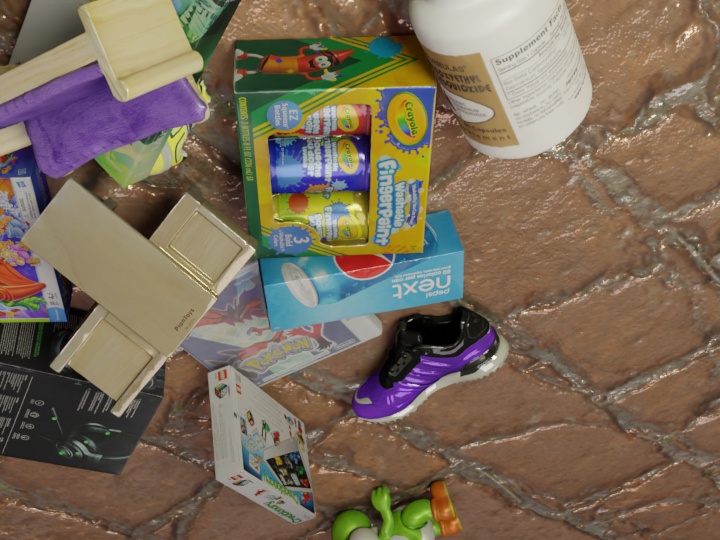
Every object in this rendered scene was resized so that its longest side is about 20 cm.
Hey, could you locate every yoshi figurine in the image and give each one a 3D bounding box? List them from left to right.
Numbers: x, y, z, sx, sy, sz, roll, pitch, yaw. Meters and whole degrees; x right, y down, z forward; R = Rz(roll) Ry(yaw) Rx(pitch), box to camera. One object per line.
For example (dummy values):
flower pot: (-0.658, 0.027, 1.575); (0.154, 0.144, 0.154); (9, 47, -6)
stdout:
yoshi figurine: (0.037, 0.361, 1.413); (0.198, 0.114, 0.112); (-23, 178, -1)

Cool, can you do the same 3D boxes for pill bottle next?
pill bottle: (0.100, -0.191, 0.758); (0.113, 0.115, 0.201); (-19, 137, 15)

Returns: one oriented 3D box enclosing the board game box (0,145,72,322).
board game box: (-0.360, -0.030, 0.944); (0.133, 0.045, 0.201); (-1, 138, -5)

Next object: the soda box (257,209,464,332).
soda box: (0.000, 0.000, 0.981); (0.197, 0.065, 0.068); (-10, 135, -6)

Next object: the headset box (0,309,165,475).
headset box: (-0.321, 0.133, 1.095); (0.198, 0.094, 0.175); (15, 135, -22)

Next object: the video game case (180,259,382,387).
video game case: (-0.104, 0.054, 1.083); (0.198, 0.023, 0.182); (-24, 135, 20)

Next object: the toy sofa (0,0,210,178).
toy sofa: (-0.209, -0.121, 0.709); (0.198, 0.083, 0.099); (-12, 105, 36)

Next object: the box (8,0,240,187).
box: (-0.180, -0.180, 0.737); (0.144, 0.036, 0.200); (45, 130, 8)

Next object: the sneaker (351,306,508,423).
sneaker: (0.060, 0.097, 1.122); (0.199, 0.070, 0.100); (-30, 127, 20)

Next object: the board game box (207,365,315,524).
board game box: (-0.112, 0.207, 1.150); (0.034, 0.128, 0.200); (-18, 147, 14)

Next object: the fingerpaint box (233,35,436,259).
fingerpaint box: (-0.022, -0.102, 0.876); (0.164, 0.074, 0.201); (-2, 139, -3)

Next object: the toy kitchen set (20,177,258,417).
toy kitchen set: (-0.219, -0.013, 0.939); (0.163, 0.181, 0.200); (39, 98, -12)

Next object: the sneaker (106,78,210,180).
sneaker: (-0.161, -0.163, 0.811); (0.076, 0.076, 0.201); (-15, 147, -42)
